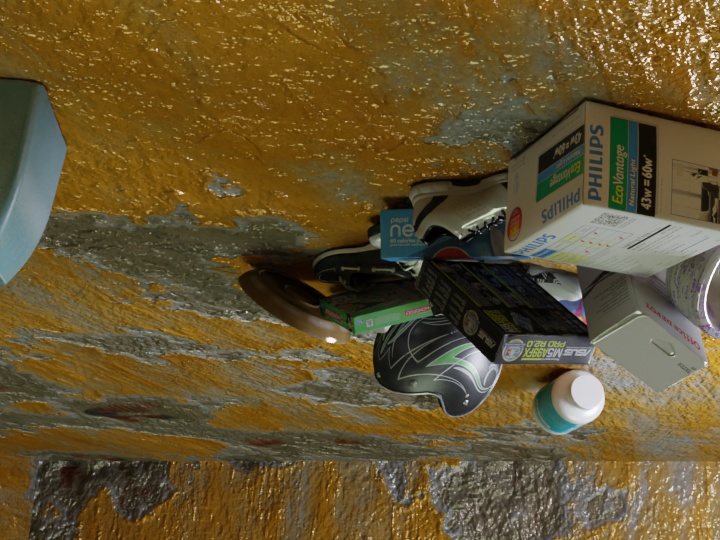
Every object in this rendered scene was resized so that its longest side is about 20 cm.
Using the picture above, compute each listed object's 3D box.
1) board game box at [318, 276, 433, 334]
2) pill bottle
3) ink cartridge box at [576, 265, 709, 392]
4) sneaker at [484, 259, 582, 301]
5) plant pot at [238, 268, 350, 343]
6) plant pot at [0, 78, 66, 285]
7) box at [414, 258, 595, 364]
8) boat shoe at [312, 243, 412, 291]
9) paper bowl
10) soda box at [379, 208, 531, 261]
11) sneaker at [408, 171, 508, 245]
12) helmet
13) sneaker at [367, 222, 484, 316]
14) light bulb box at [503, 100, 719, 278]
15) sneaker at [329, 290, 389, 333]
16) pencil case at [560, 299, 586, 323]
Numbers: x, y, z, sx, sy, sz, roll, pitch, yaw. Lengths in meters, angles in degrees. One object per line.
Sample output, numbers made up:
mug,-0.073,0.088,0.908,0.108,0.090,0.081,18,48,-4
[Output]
board game box,0.054,0.046,1.830,0.199,0.029,0.135,-13,-164,-21
pill bottle,0.433,0.269,2.510,0.110,0.111,0.200,6,163,-8
ink cartridge box,0.360,0.035,1.584,0.145,0.200,0.084,34,125,-28
sneaker,0.243,0.048,1.768,0.075,0.115,0.200,7,-175,-40
plant pot,-0.097,0.049,1.907,0.200,0.028,0.200,29,-169,-6
plant pot,-0.461,-0.094,1.408,0.195,0.201,0.196,4,162,-4
box,0.187,0.052,1.579,0.160,0.044,0.200,2,-153,-33
boat shoe,0.000,0.000,1.838,0.075,0.061,0.200,18,157,-38
paper bowl,0.464,-0.022,1.516,0.200,0.201,0.104,20,-163,-42
soda box,0.129,-0.048,1.633,0.199,0.068,0.064,-1,177,14
sneaker,0.157,-0.075,1.551,0.199,0.080,0.074,-7,158,26
helmet,0.121,0.129,1.998,0.199,0.201,0.191,-12,141,40
sneaker,0.097,0.001,1.732,0.200,0.116,0.076,14,159,-30
light bulb box,0.297,-0.086,1.410,0.199,0.125,0.198,10,162,-17
sneaker,0.020,0.052,1.995,0.075,0.089,0.200,51,162,-21
pencil case,0.287,0.055,1.927,0.199,0.089,0.088,0,162,14
